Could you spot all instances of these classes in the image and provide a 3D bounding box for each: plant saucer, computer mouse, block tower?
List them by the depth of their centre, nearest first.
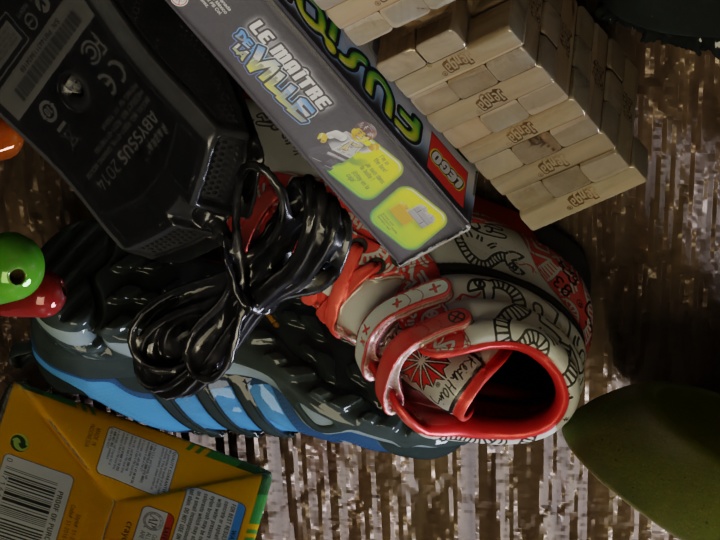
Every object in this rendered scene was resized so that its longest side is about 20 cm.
[{"bbox_3d":[0.028,-0.101,0.976,0.054,0.058,0.200,-23,128,31],"label":"block tower"},{"bbox_3d":[-0.086,-0.060,1.047,0.200,0.053,0.138,53,133,4],"label":"computer mouse"},{"bbox_3d":[0.176,0.093,1.078,0.199,0.200,0.031,24,102,-9],"label":"plant saucer"}]

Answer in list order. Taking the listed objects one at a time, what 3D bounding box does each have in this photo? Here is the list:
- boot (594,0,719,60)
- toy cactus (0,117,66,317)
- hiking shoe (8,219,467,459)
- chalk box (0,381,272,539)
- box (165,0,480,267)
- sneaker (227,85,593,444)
[{"bbox_3d":[0.095,-0.154,0.965,0.197,0.074,0.163,-1,133,12],"label":"boot"},{"bbox_3d":[-0.195,0.014,1.111,0.199,0.102,0.166,2,114,28],"label":"toy cactus"},{"bbox_3d":[-0.045,0.036,1.145,0.199,0.075,0.087,19,149,-3],"label":"hiking shoe"},{"bbox_3d":[-0.134,0.164,1.201,0.123,0.125,0.200,20,144,-7],"label":"chalk box"},{"bbox_3d":[-0.026,-0.108,0.991,0.035,0.110,0.200,-28,119,27],"label":"box"},{"bbox_3d":[0.001,-0.001,1.068,0.200,0.108,0.067,23,121,-10],"label":"sneaker"}]
